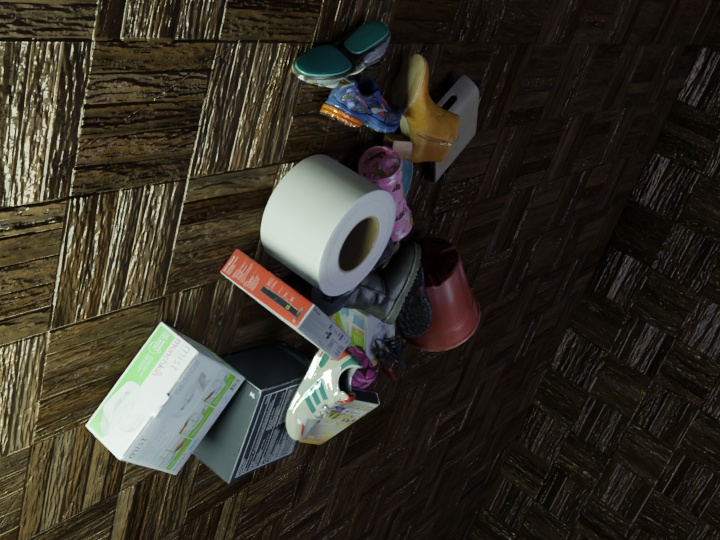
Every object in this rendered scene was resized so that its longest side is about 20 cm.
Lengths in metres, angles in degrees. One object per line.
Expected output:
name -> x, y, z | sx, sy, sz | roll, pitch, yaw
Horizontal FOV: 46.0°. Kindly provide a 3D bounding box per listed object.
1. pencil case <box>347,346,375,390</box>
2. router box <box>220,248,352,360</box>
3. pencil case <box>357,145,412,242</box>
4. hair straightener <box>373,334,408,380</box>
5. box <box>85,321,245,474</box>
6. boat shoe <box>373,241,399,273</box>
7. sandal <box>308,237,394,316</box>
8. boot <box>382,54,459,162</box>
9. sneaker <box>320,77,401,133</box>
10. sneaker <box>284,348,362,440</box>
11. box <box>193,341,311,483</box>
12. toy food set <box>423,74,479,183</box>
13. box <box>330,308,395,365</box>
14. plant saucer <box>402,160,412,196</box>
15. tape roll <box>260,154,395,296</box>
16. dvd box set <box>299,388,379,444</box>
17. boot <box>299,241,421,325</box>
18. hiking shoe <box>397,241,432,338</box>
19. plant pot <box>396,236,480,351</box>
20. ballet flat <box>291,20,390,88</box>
pencil case -> -0.053, 0.233, 1.753 | 0.090, 0.094, 0.200 | 27, 133, -28
router box -> -0.122, 0.061, 1.429 | 0.049, 0.179, 0.200 | -53, 154, -6
pencil case -> 0.047, -0.138, 1.559 | 0.201, 0.082, 0.087 | 73, 11, -57
hair straightener -> 0.065, 0.171, 1.793 | 0.077, 0.041, 0.200 | -53, 153, -11
box -> -0.307, 0.211, 1.364 | 0.201, 0.096, 0.177 | -54, 153, -6
boat shoe -> 0.004, -0.012, 1.674 | 0.200, 0.071, 0.065 | -45, 168, -29
sandal -> -0.019, 0.003, 1.539 | 0.200, 0.076, 0.043 | -47, -162, -7
boot -> 0.125, -0.292, 1.546 | 0.143, 0.071, 0.203 | -4, 126, -33
sneaker -> 0.015, -0.280, 1.420 | 0.199, 0.075, 0.079 | -8, 123, -59
sneaker -> -0.064, 0.232, 1.542 | 0.070, 0.093, 0.202 | 16, 101, -62
box -> -0.193, 0.257, 1.580 | 0.198, 0.123, 0.202 | -10, 125, -58
toy food set -> 0.172, -0.283, 1.716 | 0.144, 0.060, 0.200 | -50, 161, -16
box -> 0.003, 0.102, 1.763 | 0.101, 0.112, 0.201 | -42, 151, -31
plant saucer -> 0.030, -0.148, 1.637 | 0.200, 0.027, 0.201 | -40, 149, -30
tape roll -> -0.053, -0.077, 1.445 | 0.202, 0.138, 0.204 | -40, 148, -31
dvd box set -> -0.077, 0.293, 1.717 | 0.145, 0.030, 0.200 | 17, 137, -37
boot -> 0.001, -0.001, 1.604 | 0.184, 0.198, 0.072 | -68, -164, -3
hiking shoe -> 0.108, 0.042, 1.766 | 0.101, 0.075, 0.202 | -92, 178, -60
plant pot -> 0.162, 0.043, 1.907 | 0.201, 0.200, 0.196 | -45, 143, -23
ballet flat -> -0.029, -0.318, 1.308 | 0.200, 0.072, 0.073 | -37, 147, -34
